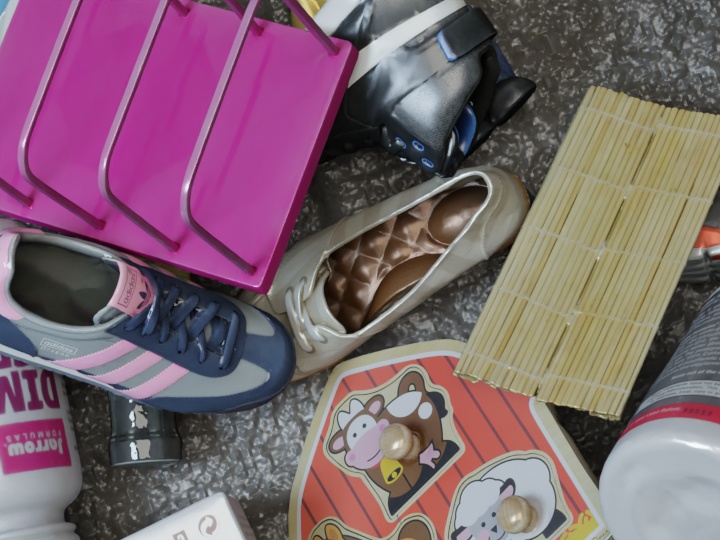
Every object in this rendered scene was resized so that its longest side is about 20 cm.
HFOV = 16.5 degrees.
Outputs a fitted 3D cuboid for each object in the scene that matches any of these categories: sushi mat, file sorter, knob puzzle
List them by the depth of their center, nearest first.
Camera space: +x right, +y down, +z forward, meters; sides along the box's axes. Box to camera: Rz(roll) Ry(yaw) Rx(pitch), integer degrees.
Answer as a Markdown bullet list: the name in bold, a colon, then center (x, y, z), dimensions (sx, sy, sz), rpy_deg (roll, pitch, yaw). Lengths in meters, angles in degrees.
- **file sorter**: center (-0.130, -0.095, 1.274), dimensions (0.199, 0.125, 0.140), rpy_deg (16, 79, 22)
- **knob puzzle**: center (0.027, 0.121, 1.333), dimensions (0.218, 0.030, 0.221), rpy_deg (-14, 66, 34)
- **sushi mat**: center (0.130, -0.012, 1.337), dimensions (0.095, 0.012, 0.201), rpy_deg (17, 63, 21)

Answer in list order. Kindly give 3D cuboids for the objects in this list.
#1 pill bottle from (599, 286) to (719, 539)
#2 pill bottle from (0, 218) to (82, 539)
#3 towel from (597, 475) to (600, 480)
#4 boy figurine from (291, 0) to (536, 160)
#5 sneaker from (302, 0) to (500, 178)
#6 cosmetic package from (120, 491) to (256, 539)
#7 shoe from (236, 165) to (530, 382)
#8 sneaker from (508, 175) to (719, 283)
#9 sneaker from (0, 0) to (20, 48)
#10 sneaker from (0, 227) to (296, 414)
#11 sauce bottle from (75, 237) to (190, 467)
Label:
- **pill bottle**: center (0.209, 0.069, 1.277), dimensions (0.110, 0.111, 0.200), rpy_deg (35, 47, 5)
- **pill bottle**: center (-0.213, 0.081, 1.349), dimensions (0.112, 0.113, 0.202), rpy_deg (-12, 83, -1)
- **towel**: center (0.139, 0.225, 1.372), dimensions (0.143, 0.023, 0.201), rpy_deg (-29, 83, -2)
- **boy figurine**: center (0.014, -0.155, 1.405), dimensions (0.124, 0.064, 0.200), rpy_deg (-41, 87, -2)
- **sneaker**: center (-0.004, -0.074, 1.351), dimensions (0.112, 0.073, 0.200), rpy_deg (47, 119, 8)
- **cosmetic package**: center (-0.059, 0.225, 1.334), dimensions (0.071, 0.101, 0.201), rpy_deg (-25, 82, -2)
- **shoe**: center (0.000, 0.000, 1.371), dimensions (0.199, 0.053, 0.070), rpy_deg (-32, 82, 11)
- **sneaker**: center (0.175, -0.037, 1.382), dimensions (0.198, 0.077, 0.083), rpy_deg (-9, 76, -1)
- **sneaker**: center (-0.198, -0.104, 1.397), dimensions (0.086, 0.075, 0.201), rpy_deg (32, 84, -1)
- **sneaker**: center (-0.116, 0.027, 1.299), dimensions (0.199, 0.082, 0.071), rpy_deg (13, 69, -22)
- **sauce bottle**: center (-0.126, 0.008, 1.382), dimensions (0.064, 0.065, 0.202), rpy_deg (-5, 81, 0)
